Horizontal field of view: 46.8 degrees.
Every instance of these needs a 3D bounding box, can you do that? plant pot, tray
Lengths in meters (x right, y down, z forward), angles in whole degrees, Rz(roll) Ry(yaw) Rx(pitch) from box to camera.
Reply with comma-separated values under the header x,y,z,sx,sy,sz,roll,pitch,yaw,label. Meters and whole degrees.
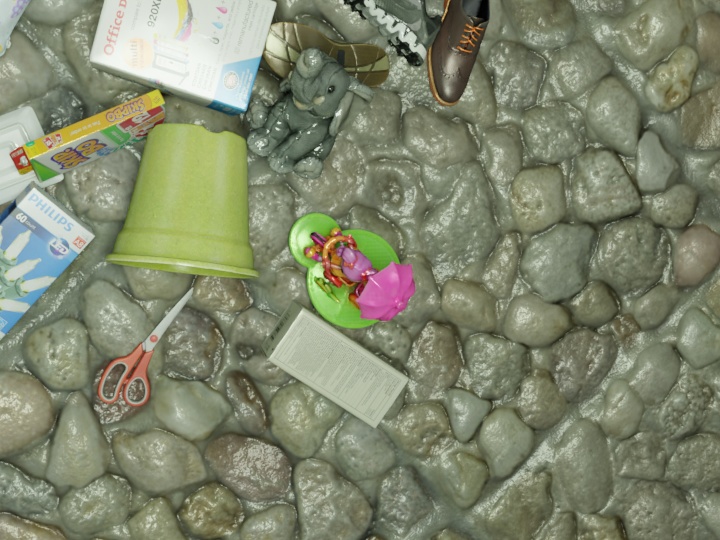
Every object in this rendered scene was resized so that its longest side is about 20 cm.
x,y,z,sx,sy,sz,roll,pitch,yaw,label
-0.224,-0.091,1.104,0.200,0.200,0.185,7,86,-16,plant pot
-0.508,-0.132,1.095,0.200,0.022,0.108,-24,105,-10,tray

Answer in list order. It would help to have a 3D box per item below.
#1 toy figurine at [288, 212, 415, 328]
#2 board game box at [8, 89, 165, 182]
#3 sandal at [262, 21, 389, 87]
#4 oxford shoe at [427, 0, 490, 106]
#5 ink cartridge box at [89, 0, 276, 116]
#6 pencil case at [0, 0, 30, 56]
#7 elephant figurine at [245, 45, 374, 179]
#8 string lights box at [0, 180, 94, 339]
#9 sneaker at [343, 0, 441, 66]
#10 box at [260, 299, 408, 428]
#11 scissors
x,y,z,sx,sy,sz,roll,pitch,yaw,label
0.000,0.000,1.164,0.150,0.184,0.200,-47,104,-9,toy figurine
-0.349,-0.170,1.081,0.200,0.096,0.030,-25,85,-17,board game box
-0.053,-0.300,1.181,0.200,0.054,0.081,2,104,-30,sandal
0.146,-0.341,1.212,0.071,0.073,0.200,7,97,-17,oxford shoe
-0.233,-0.302,1.078,0.200,0.145,0.148,16,95,-17,ink cartridge box
-0.442,-0.369,1.044,0.091,0.083,0.200,34,89,-21,pencil case
-0.054,-0.224,1.082,0.141,0.155,0.200,17,134,-25,elephant figurine
-0.460,-0.009,1.102,0.200,0.059,0.103,-49,117,-3,string lights box
0.039,-0.389,1.183,0.200,0.066,0.091,41,84,-21,sneaker
-0.038,0.138,1.235,0.200,0.078,0.095,37,88,-17,box
-0.308,0.104,1.190,0.073,0.014,0.200,23,94,-15,scissors
